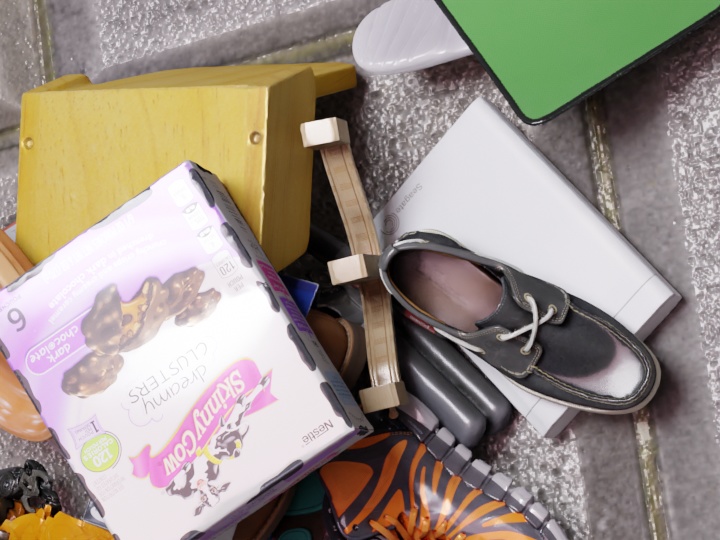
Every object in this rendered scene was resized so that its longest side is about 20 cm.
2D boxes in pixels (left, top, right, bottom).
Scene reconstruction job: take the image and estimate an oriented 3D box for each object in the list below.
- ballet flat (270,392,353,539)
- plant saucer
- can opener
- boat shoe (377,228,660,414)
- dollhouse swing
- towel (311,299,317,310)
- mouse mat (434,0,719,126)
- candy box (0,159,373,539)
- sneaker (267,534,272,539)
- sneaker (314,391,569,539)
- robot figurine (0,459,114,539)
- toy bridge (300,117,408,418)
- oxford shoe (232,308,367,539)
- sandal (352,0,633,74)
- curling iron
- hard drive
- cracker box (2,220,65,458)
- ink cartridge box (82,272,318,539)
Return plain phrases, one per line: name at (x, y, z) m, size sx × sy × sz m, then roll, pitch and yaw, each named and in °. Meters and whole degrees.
ballet flat at (-0.026, 0.180, 1.491) m, size 0.069 × 0.071 × 0.202 m, roll -10°, pitch 61°, yaw 39°
plant saucer at (-0.263, 0.027, 1.506) m, size 0.200 × 0.201 × 0.037 m, roll 35°, pitch 55°, yaw 29°
can opener at (0.019, 0.058, 1.513) m, size 0.200 × 0.053 × 0.067 m, roll 44°, pitch 136°, yaw 24°
boat shoe at (0.101, 0.036, 1.412) m, size 0.199 × 0.068 × 0.072 m, roll 29°, pitch 92°, yaw 11°
dollhouse swing at (-0.110, -0.067, 1.516) m, size 0.198 × 0.175 × 0.184 m, roll 0°, pitch 86°, yaw 27°
towel at (-0.129, 0.043, 1.560) m, size 0.199 × 0.049 × 0.149 m, roll 30°, pitch 116°, yaw 30°
mouse mat at (0.133, -0.200, 1.447) m, size 0.160 × 0.008 × 0.201 m, roll -31°, pitch 54°, yaw -1°
candy box at (-0.115, 0.062, 1.357) m, size 0.167 × 0.072 × 0.201 m, roll -34°, pitch 81°, yaw 6°
sneaker at (-0.122, 0.244, 1.544) m, size 0.086 × 0.075 × 0.201 m, roll 35°, pitch 100°, yaw 32°
sneaker at (0.048, 0.176, 1.428) m, size 0.200 × 0.078 × 0.112 m, roll 38°, pitch 62°, yaw 23°
robot figurine at (-0.227, 0.222, 1.581) m, size 0.199 × 0.058 × 0.146 m, roll 14°, pitch 86°, yaw 48°
toy bridge at (0.000, 0.000, 1.440) m, size 0.027 × 0.067 × 0.202 m, roll -13°, pitch 87°, yaw 13°
oxford shoe at (-0.074, 0.113, 1.472) m, size 0.071 × 0.071 × 0.201 m, roll 33°, pitch 98°, yaw 54°
sandal at (0.097, -0.170, 1.483) m, size 0.205 × 0.059 × 0.080 m, roll -13°, pitch 56°, yaw 12°
curling iron at (0.000, -0.011, 1.506) m, size 0.199 × 0.025 × 0.050 m, roll 28°, pitch 99°, yaw 27°
hard drive at (0.106, -0.004, 1.478) m, size 0.132 × 0.027 × 0.200 m, roll -49°, pitch 65°, yaw 14°
cracker box at (-0.201, 0.074, 1.566) m, size 0.200 × 0.058 × 0.135 m, roll 40°, pitch 143°, yaw 22°
ink cartridge box at (-0.106, 0.087, 1.431) m, size 0.099 × 0.039 × 0.202 m, roll 13°, pitch 80°, yaw 30°
